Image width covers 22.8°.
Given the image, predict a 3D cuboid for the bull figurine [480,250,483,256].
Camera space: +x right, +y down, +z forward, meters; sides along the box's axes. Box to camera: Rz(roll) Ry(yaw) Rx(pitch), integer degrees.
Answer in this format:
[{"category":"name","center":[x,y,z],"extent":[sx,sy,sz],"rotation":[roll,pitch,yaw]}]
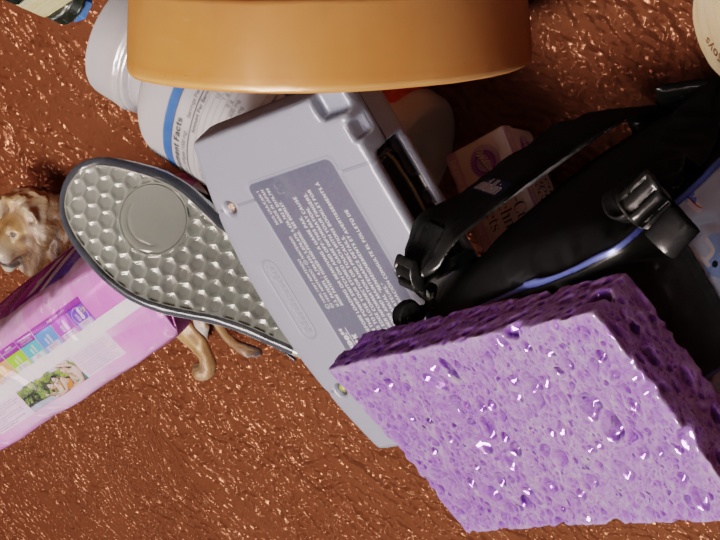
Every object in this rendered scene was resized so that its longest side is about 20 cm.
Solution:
[{"category":"bull figurine","center":[0.142,0.046,0.969],"extent":[0.200,0.065,0.122],"rotation":[36,107,27]}]

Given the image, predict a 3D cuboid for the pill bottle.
[{"category":"pill bottle","center":[-0.055,-0.093,1.015],"extent":[0.200,0.112,0.113],"rotation":[32,140,21]}]

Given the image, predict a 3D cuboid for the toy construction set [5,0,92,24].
[{"category":"toy construction set","center":[-0.148,-0.213,0.998],"extent":[0.092,0.132,0.200],"rotation":[12,154,-27]}]

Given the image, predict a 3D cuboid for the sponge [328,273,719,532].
[{"category":"sponge","center":[0.077,0.065,0.787],"extent":[0.112,0.030,0.200],"rotation":[52,149,-14]}]

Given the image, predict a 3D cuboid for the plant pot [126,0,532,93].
[{"category":"plant pot","center":[-0.016,-0.168,0.859],"extent":[0.199,0.200,0.141],"rotation":[11,109,38]}]

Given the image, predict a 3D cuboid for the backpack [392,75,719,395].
[{"category":"backpack","center":[0.148,-0.009,0.829],"extent":[0.154,0.191,0.200],"rotation":[52,148,-16]}]

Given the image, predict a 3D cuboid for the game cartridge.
[{"category":"game cartridge","center":[0.000,0.000,0.925],"extent":[0.133,0.041,0.201],"rotation":[-16,111,43]}]

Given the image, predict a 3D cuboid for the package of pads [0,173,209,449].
[{"category":"package of pads","center":[-0.177,0.028,1.156],"extent":[0.200,0.121,0.076],"rotation":[-33,104,32]}]

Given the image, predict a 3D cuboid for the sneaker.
[{"category":"sneaker","center":[-0.077,-0.006,1.069],"extent":[0.202,0.146,0.077],"rotation":[27,96,3]}]

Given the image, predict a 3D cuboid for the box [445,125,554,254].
[{"category":"box","center":[0.103,0.023,0.932],"extent":[0.041,0.039,0.201],"rotation":[-26,77,26]}]

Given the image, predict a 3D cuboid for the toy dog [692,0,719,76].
[{"category":"toy dog","center":[0.184,-0.165,0.726],"extent":[0.200,0.132,0.096],"rotation":[55,165,-25]}]

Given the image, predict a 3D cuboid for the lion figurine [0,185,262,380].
[{"category":"lion figurine","center":[-0.164,0.002,1.251],"extent":[0.199,0.072,0.123],"rotation":[5,119,25]}]
